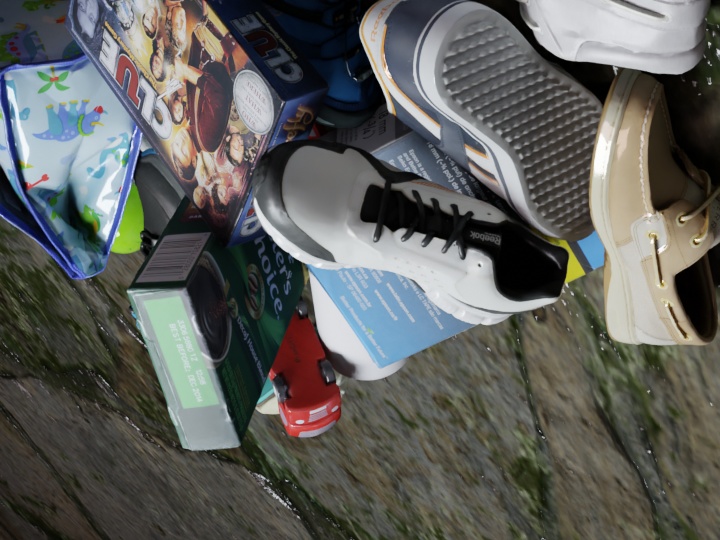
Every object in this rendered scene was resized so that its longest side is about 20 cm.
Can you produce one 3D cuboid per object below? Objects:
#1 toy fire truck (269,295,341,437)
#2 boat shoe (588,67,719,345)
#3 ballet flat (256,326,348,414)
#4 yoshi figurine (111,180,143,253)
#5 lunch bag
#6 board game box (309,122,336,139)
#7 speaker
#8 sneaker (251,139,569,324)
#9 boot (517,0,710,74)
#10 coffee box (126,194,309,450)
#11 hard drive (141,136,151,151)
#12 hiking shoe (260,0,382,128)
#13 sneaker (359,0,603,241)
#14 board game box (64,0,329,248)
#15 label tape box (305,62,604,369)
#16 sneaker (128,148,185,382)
[{"bbox_3d":[-0.068,0.065,1.122,0.141,0.049,0.200,88,160,-56],"label":"toy fire truck"},{"bbox_3d":[0.173,-0.030,0.753,0.069,0.074,0.200,12,144,25],"label":"boat shoe"},{"bbox_3d":[-0.045,0.098,1.250,0.069,0.070,0.200,43,156,-6],"label":"ballet flat"},{"bbox_3d":[-0.235,-0.090,1.155,0.200,0.112,0.112,45,147,-15],"label":"yoshi figurine"},{"bbox_3d":[-0.241,-0.116,1.007,0.170,0.127,0.201,53,152,41],"label":"lunch bag"},{"bbox_3d":[-0.100,-0.178,0.900,0.151,0.046,0.200,12,143,46],"label":"board game box"},{"bbox_3d":[0.000,0.000,1.006,0.081,0.081,0.200,29,151,22],"label":"speaker"},{"bbox_3d":[0.033,-0.026,0.752,0.199,0.074,0.080,20,165,-29],"label":"sneaker"},{"bbox_3d":[0.080,-0.154,0.668,0.200,0.074,0.096,24,144,30],"label":"boot"},{"bbox_3d":[-0.086,0.007,0.881,0.044,0.200,0.123,-6,119,16],"label":"coffee box"},{"bbox_3d":[-0.141,-0.094,1.037,0.200,0.025,0.132,37,162,54],"label":"hard drive"},{"bbox_3d":[-0.028,-0.169,0.775,0.086,0.074,0.200,6,131,45],"label":"hiking shoe"},{"bbox_3d":[0.075,-0.089,0.741,0.079,0.079,0.200,30,172,43],"label":"sneaker"},{"bbox_3d":[-0.105,-0.130,0.801,0.200,0.035,0.136,52,144,20],"label":"board game box"},{"bbox_3d":[0.062,-0.043,0.849,0.199,0.063,0.144,-25,119,17],"label":"label tape box"},{"bbox_3d":[-0.140,0.008,1.016,0.073,0.082,0.201,-140,31,-69],"label":"sneaker"}]
